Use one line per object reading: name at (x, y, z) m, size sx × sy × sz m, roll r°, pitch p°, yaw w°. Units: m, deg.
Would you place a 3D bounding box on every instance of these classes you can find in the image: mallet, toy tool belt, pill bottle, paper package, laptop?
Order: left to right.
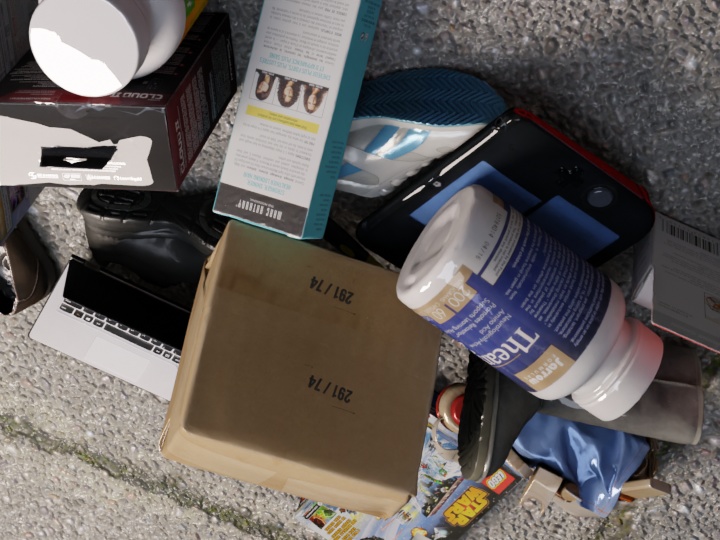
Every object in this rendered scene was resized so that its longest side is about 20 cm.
pill bottle at (-0.175, -0.212, 1.152) m, size 0.110 × 0.200 × 0.112 m, roll 6°, pitch 124°, yaw 9°
laptop at (-0.197, 0.079, 1.370) m, size 0.186 × 0.116 × 0.200 m, roll 26°, pitch 134°, yaw -13°
paper package at (-0.043, 0.081, 1.239) m, size 0.199 × 0.192 × 0.103 m, roll 16°, pitch 158°, yaw -11°
mallet at (0.000, 0.000, 1.327) m, size 0.199 × 0.041 × 0.066 m, roll 34°, pitch 123°, yaw -24°
pill bottle at (0.136, 0.031, 1.206) m, size 0.199 × 0.111 × 0.111 m, roll 35°, pitch 123°, yaw -12°
toy tool belt at (0.168, 0.151, 1.348) m, size 0.199 × 0.123 × 0.126 m, roll 23°, pitch 86°, yaw -6°

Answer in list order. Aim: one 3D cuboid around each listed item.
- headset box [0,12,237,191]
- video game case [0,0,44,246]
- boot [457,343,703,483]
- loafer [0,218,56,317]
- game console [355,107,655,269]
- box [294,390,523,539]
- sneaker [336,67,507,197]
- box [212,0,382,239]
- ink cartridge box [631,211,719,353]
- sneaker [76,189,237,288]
headset box at (-0.195, -0.133, 1.209) m, size 0.148 × 0.200 × 0.078 m, roll 2°, pitch 123°, yaw 11°
video game case at (-0.307, -0.129, 1.248) m, size 0.045 × 0.182 × 0.201 m, roll 5°, pitch 123°, yaw 10°
boot at (0.188, 0.118, 1.288) m, size 0.199 × 0.183 × 0.073 m, roll 19°, pitch 145°, yaw -8°
loafer at (-0.347, -0.042, 1.380) m, size 0.073 × 0.071 × 0.200 m, roll -24°, pitch 115°, yaw 25°
game console at (0.121, -0.038, 1.257) m, size 0.176 × 0.031 × 0.200 m, roll 27°, pitch 134°, yaw -31°
box at (0.046, 0.207, 1.471) m, size 0.137 × 0.040 × 0.200 m, roll 35°, pitch 123°, yaw -9°
sneaker at (0.028, -0.109, 1.256) m, size 0.199 × 0.077 × 0.081 m, roll -4°, pitch 130°, yaw 23°
box at (-0.048, -0.131, 1.205) m, size 0.082 × 0.049 × 0.201 m, roll 17°, pitch 98°, yaw 20°
ink cartridge box at (0.313, 0.047, 1.224) m, size 0.199 × 0.174 × 0.044 m, roll 24°, pitch 124°, yaw -3°
sneaker at (-0.152, -0.024, 1.357) m, size 0.199 × 0.076 × 0.091 m, roll 15°, pitch 135°, yaw 11°
